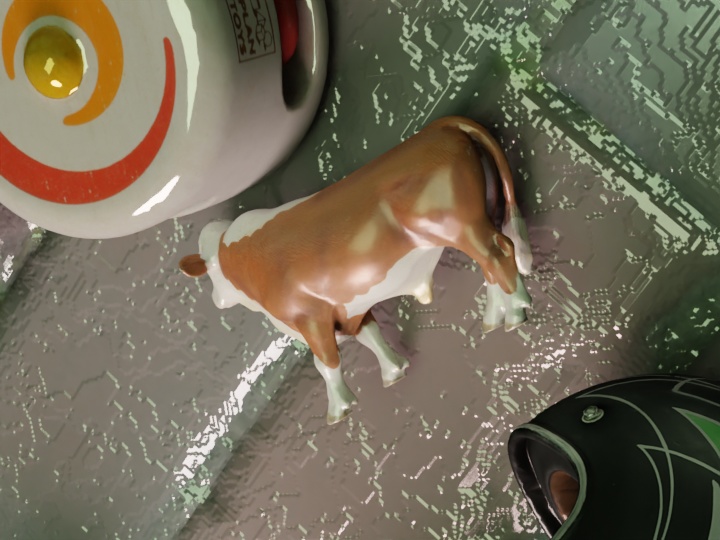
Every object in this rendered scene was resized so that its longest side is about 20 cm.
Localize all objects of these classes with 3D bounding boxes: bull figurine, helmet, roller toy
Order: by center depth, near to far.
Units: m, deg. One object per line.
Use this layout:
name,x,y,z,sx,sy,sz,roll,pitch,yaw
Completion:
helmet,0.149,0.145,0.928,0.200,0.200,0.191,10,64,27
roller toy,-0.119,-0.115,1.035,0.182,0.140,0.200,40,118,13
bull figurine,0.000,0.000,1.045,0.200,0.065,0.122,-29,92,34
